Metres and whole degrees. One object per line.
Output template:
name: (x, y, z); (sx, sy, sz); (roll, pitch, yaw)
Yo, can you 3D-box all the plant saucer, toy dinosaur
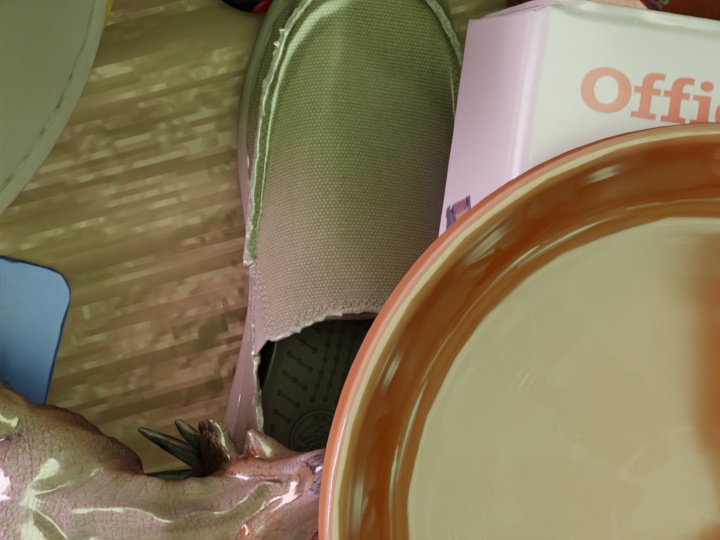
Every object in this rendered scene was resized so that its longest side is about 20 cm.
plant saucer: (0.087, 0.063, 0.757); (0.200, 0.032, 0.201); (-1, 93, -11)
toy dinosaur: (-0.094, 0.063, 0.846); (0.135, 0.200, 0.086); (-4, 109, -49)

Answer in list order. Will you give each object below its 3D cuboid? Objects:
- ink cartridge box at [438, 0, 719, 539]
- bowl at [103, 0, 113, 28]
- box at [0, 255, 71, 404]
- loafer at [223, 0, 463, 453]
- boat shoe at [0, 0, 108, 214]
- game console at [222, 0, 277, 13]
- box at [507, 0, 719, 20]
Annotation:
ink cartridge box: (0.092, 0.035, 0.816); (0.144, 0.084, 0.201); (8, 92, -11)
bowl: (-0.166, -0.071, 0.845); (0.199, 0.108, 0.201); (3, 52, -4)
box: (-0.194, 0.035, 0.897); (0.199, 0.032, 0.122); (13, 90, -11)
loafer: (0.000, 0.000, 0.906); (0.075, 0.068, 0.201); (3, 95, -16)
boat shoe: (-0.106, -0.100, 0.760); (0.073, 0.063, 0.201); (24, 71, -47)
game console: (-0.055, -0.205, 0.913); (0.200, 0.031, 0.177); (38, 90, -9)
box: (0.085, -0.005, 0.906); (0.095, 0.100, 0.201); (11, 91, -11)
